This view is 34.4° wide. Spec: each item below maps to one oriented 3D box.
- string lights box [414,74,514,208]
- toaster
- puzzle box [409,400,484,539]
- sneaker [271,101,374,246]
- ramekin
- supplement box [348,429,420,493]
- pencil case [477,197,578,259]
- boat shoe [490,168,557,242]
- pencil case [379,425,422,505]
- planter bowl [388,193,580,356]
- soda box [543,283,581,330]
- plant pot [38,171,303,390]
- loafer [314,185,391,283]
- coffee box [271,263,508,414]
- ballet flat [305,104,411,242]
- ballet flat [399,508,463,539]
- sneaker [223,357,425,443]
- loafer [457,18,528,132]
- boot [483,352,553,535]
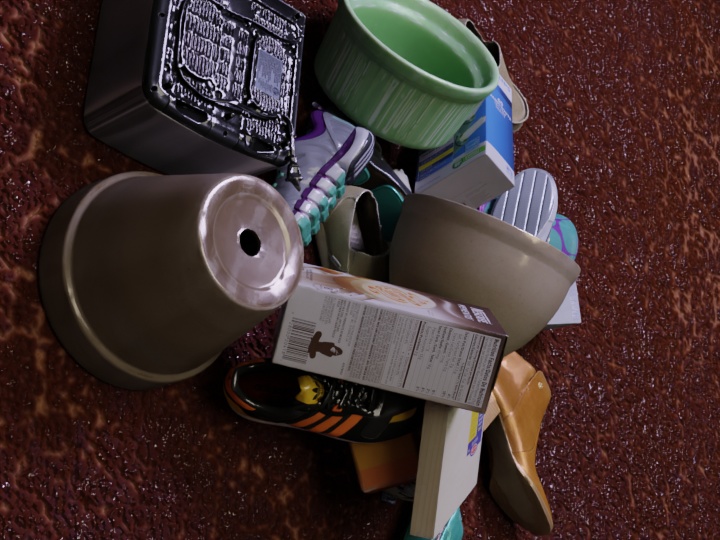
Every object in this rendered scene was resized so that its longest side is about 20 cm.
[{"bbox_3d":[0.123,-0.152,1.367,0.059,0.103,0.200,44,32,-29],"label":"string lights box"},{"bbox_3d":[-0.150,-0.182,1.110,0.181,0.119,0.200,22,62,-40],"label":"toaster"},{"bbox_3d":[0.093,0.177,1.173,0.200,0.025,0.133,-16,112,-72],"label":"puzzle box"},{"bbox_3d":[-0.073,-0.082,1.207,0.087,0.074,0.200,34,69,10],"label":"sneaker"},{"bbox_3d":[0.046,-0.226,1.295,0.200,0.098,0.200,24,33,-17],"label":"ramekin"},{"bbox_3d":[0.011,0.119,1.174,0.069,0.066,0.200,40,33,-77],"label":"supplement box"},{"bbox_3d":[0.180,-0.050,1.449,0.200,0.085,0.093,17,46,-42],"label":"pencil case"},{"bbox_3d":[0.181,-0.023,1.356,0.062,0.072,0.200,61,46,-61],"label":"boat shoe"},{"bbox_3d":[0.071,0.158,1.273,0.089,0.078,0.200,48,48,-34],"label":"pencil case"},{"bbox_3d":[0.111,0.022,1.218,0.200,0.200,0.135,28,84,-39],"label":"planter bowl"},{"bbox_3d":[0.189,0.042,1.442,0.200,0.068,0.064,1,79,-47],"label":"soda box"},{"bbox_3d":[-0.150,-0.006,1.017,0.200,0.173,0.200,16,67,-42],"label":"plant pot"},{"bbox_3d":[0.000,0.000,1.252,0.076,0.068,0.200,-18,91,-48],"label":"loafer"},{"bbox_3d":[0.024,0.060,1.080,0.200,0.114,0.080,14,100,-6],"label":"coffee box"},{"bbox_3d":[0.017,-0.107,1.306,0.200,0.073,0.073,50,47,-21],"label":"ballet flat"},{"bbox_3d":[0.056,0.321,1.220,0.200,0.067,0.070,-50,129,-41],"label":"ballet flat"},{"bbox_3d":[-0.031,0.121,1.090,0.200,0.090,0.070,7,79,0],"label":"sneaker"},{"bbox_3d":[0.159,-0.249,1.501,0.200,0.067,0.076,36,54,-34],"label":"loafer"},{"bbox_3d":[0.199,0.200,1.402,0.144,0.071,0.201,-43,105,-42],"label":"boot"}]
